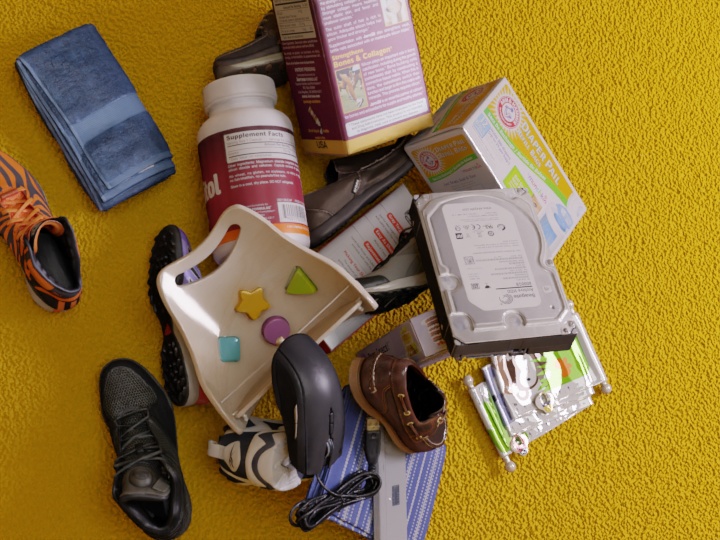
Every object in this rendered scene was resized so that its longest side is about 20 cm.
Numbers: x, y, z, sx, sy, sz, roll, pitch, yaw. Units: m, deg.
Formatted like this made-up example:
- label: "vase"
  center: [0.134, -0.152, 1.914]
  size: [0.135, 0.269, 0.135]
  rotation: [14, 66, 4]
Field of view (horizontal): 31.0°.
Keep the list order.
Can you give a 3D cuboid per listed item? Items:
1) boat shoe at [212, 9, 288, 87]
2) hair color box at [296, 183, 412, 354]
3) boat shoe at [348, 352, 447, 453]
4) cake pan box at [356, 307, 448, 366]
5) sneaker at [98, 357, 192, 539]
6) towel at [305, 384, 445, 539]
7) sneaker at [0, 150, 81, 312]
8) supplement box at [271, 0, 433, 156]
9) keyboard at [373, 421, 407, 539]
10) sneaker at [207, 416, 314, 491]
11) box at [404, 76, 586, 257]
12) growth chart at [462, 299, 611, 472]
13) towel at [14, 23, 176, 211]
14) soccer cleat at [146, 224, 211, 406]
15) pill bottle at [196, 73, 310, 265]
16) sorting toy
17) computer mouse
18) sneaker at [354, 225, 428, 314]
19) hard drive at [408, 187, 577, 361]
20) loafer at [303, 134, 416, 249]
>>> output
- label: "boat shoe"
  center: [-0.094, -0.268, 1.544]
  size: [0.198, 0.075, 0.074]
  rotation: [-20, 75, -32]
- label: "hair color box"
  center: [0.000, 0.000, 1.514]
  size: [0.199, 0.061, 0.102]
  rotation: [-38, 93, -22]
- label: "boat shoe"
  center: [0.058, 0.147, 1.396]
  size: [0.070, 0.200, 0.071]
  rotation: [-7, 64, 24]
- label: "cake pan box"
  center: [0.114, 0.065, 1.474]
  size: [0.198, 0.184, 0.053]
  rotation: [-20, 84, -22]
- label: "sneaker"
  center: [-0.228, 0.185, 1.358]
  size: [0.075, 0.114, 0.202]
  rotation: [-14, 81, -6]
- label: "towel"
  center: [0.021, 0.228, 1.443]
  size: [0.200, 0.024, 0.146]
  rotation: [37, 63, -43]
- label: "sneaker"
  center: [-0.348, -0.055, 1.373]
  size: [0.077, 0.112, 0.201]
  rotation: [-34, 91, -23]
- label: "supplement box"
  center: [-0.011, -0.245, 1.482]
  size: [0.130, 0.103, 0.202]
  rotation: [-20, 106, -29]
- label: "keyboard"
  center: [0.033, 0.250, 1.434]
  size: [0.056, 0.011, 0.203]
  rotation: [0, 89, -55]
- label: "sneaker"
  center: [-0.089, 0.196, 1.432]
  size: [0.198, 0.128, 0.081]
  rotation: [-7, 103, -56]
- label: "box"
  center: [0.161, -0.109, 1.538]
  size: [0.201, 0.101, 0.113]
  rotation: [54, 52, -19]
- label: "growth chart"
  center: [0.216, 0.133, 1.586]
  size: [0.199, 0.018, 0.146]
  rotation: [-31, 89, -24]
- label: "towel"
  center: [-0.296, -0.174, 1.454]
  size: [0.111, 0.048, 0.201]
  rotation: [-31, 89, -24]
- label: "soccer cleat"
  center: [-0.187, 0.049, 1.439]
  size: [0.073, 0.068, 0.203]
  rotation: [-2, 78, -37]
- label: "pill bottle"
  center: [-0.125, -0.112, 1.467]
  size: [0.112, 0.113, 0.203]
  rotation: [-5, 79, -21]
- label: "sorting toy"
  center: [-0.117, 0.033, 1.380]
  size: [0.200, 0.107, 0.180]
  rotation: [-42, 102, -3]
- label: "computer mouse"
  center: [-0.022, 0.159, 1.339]
  size: [0.140, 0.046, 0.203]
  rotation: [-13, 99, -46]
- label: "sneaker"
  center: [0.055, -0.009, 1.472]
  size: [0.199, 0.074, 0.080]
  rotation: [-22, 79, -30]
- label: "hard drive"
  center: [0.139, -0.001, 1.390]
  size: [0.138, 0.038, 0.202]
  rotation: [-4, 55, -13]
- label: "loafer"
  center: [-0.005, -0.110, 1.531]
  size: [0.200, 0.073, 0.071]
  rotation: [-40, 92, -24]
